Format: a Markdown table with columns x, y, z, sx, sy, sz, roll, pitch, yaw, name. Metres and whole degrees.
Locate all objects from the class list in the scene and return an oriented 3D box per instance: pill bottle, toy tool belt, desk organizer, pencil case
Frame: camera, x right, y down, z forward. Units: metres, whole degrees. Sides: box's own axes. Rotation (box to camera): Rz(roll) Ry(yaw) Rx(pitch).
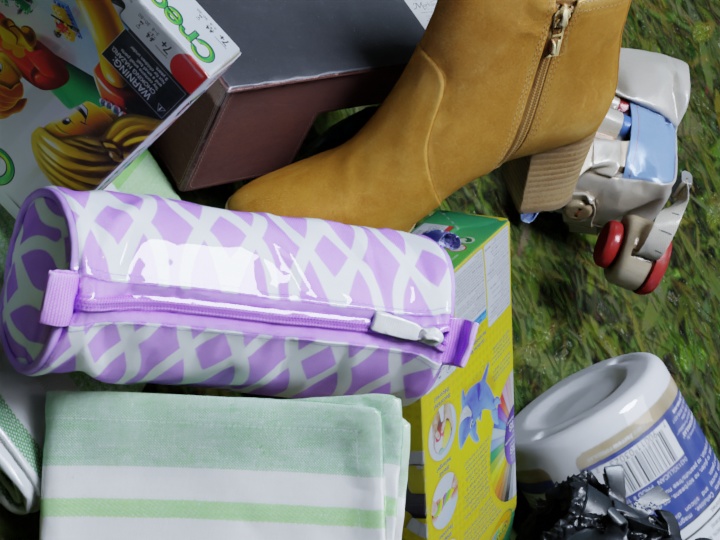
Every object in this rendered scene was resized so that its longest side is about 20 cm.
| x | y | z | sx | sy | sz | roll | pitch | yaw | name |
| --- | --- | --- | --- | --- | --- | --- | --- | --- | --- |
| 0.176 | 0.160 | 1.001 | 0.201 | 0.111 | 0.111 | 60 | 35 | -9 | pill bottle |
| 0.143 | -0.077 | 1.117 | 0.122 | 0.125 | 0.201 | 18 | 46 | -8 | toy tool belt |
| -0.016 | -0.105 | 0.875 | 0.199 | 0.077 | 0.072 | -14 | 59 | -37 | desk organizer |
| -0.051 | 0.015 | 0.710 | 0.199 | 0.085 | 0.084 | 6 | 106 | -28 | pencil case |

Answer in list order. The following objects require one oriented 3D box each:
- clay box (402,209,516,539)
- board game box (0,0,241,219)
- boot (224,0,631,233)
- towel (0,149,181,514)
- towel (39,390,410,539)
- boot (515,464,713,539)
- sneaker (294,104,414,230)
| x | y | z | sx | sy | sz | roll | pitch | yaw | name |
| --- | --- | --- | --- | --- | --- | --- | --- | --- | --- |
| 0.039 | 0.083 | 0.871 | 0.115 | 0.047 | 0.201 | -38 | 132 | -54 | clay box |
| -0.158 | -0.122 | 0.686 | 0.200 | 0.126 | 0.035 | 47 | 35 | -6 | board game box |
| 0.032 | -0.087 | 0.818 | 0.200 | 0.144 | 0.071 | -9 | 41 | -18 | boot |
| -0.145 | -0.003 | 0.758 | 0.150 | 0.031 | 0.200 | 57 | 34 | -16 | towel |
| -0.056 | 0.149 | 0.678 | 0.023 | 0.152 | 0.201 | 99 | -8 | -78 | towel |
| 0.142 | 0.218 | 0.927 | 0.162 | 0.199 | 0.073 | 27 | 18 | -5 | boot |
| 0.000 | 0.000 | 0.913 | 0.087 | 0.075 | 0.201 | 45 | 48 | -38 | sneaker |
